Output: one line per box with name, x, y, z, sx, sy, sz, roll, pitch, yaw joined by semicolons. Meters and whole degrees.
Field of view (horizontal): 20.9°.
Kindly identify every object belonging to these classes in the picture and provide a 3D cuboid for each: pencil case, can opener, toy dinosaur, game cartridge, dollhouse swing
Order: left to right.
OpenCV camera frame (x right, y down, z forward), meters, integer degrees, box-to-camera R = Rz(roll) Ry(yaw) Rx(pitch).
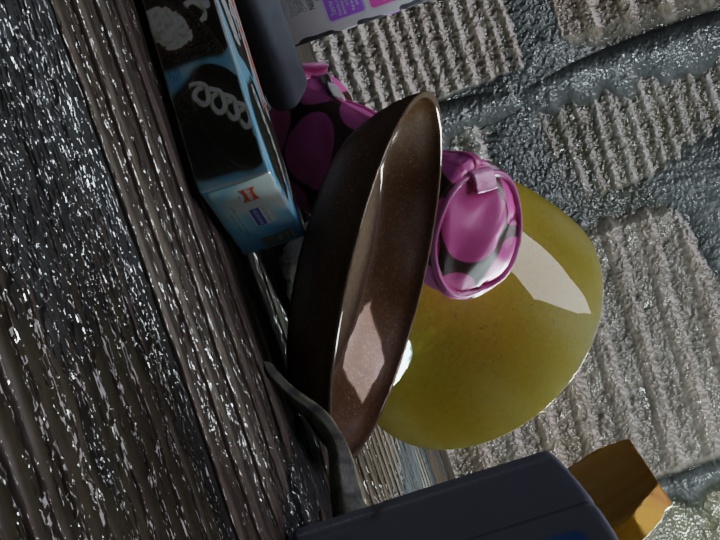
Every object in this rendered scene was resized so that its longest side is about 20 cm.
can opener;-0.086;-0.162;1.149;0.200;0.053;0.067;70;35;-45
toy dinosaur;0.003;0.135;0.881;0.088;0.047;0.200;59;8;-48
pencil case;0.017;-0.058;1.218;0.200;0.091;0.094;31;-67;44
game cartridge;0.052;0.159;0.753;0.200;0.133;0.041;-106;-179;-47
dollhouse swing;0.113;0.221;1.140;0.200;0.175;0.182;-91;162;-84

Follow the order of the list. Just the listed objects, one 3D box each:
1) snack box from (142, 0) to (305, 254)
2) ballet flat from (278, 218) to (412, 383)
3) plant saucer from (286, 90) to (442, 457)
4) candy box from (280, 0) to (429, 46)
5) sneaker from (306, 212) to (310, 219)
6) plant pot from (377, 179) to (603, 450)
snack box;-0.078;-0.117;0.949;0.116;0.037;0.200;64;8;-75
ballet flat;-0.019;0.013;1.185;0.200;0.072;0.072;71;2;-58
plant saucer;0.000;0.000;1.035;0.200;0.037;0.201;14;90;-77
candy box;-0.015;-0.244;1.332;0.168;0.199;0.072;-106;176;-46
sneaker;0.017;-0.003;1.571;0.077;0.088;0.200;-97;169;-78
plant pot;0.046;0.001;1.329;0.142;0.200;0.200;45;22;-45
